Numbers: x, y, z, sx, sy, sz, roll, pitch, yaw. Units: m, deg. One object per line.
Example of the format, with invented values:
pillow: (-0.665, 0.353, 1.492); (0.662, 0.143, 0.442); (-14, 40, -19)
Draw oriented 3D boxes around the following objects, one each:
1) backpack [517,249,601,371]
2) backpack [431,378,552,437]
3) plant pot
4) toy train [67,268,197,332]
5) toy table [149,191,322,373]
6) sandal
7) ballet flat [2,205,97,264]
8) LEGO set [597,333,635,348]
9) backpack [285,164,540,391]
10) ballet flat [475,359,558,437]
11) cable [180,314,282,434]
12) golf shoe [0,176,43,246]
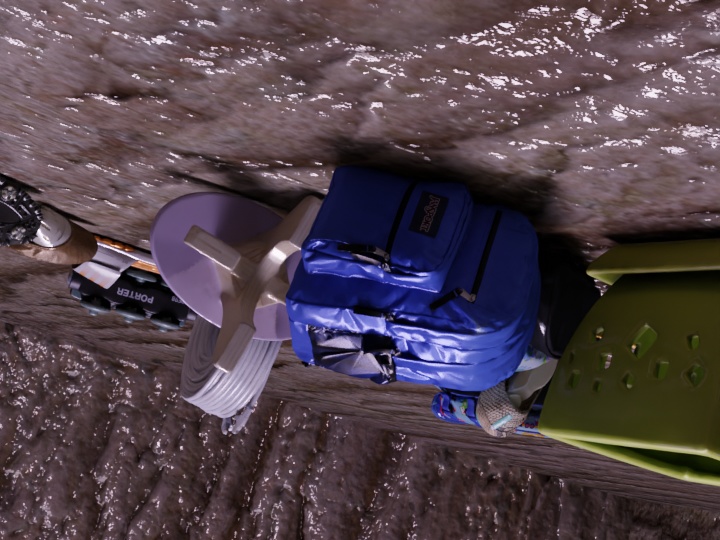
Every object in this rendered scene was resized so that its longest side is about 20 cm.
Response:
backpack: (0.110, 0.035, 1.235); (0.199, 0.154, 0.163); (20, 178, 25)
backpack: (0.161, 0.124, 1.558); (0.182, 0.135, 0.200); (11, 176, -31)
plant pot: (0.296, 0.080, 1.073); (0.198, 0.182, 0.200); (20, 167, -32)
toy train: (-0.337, 0.033, 1.888); (0.199, 0.086, 0.114); (15, -179, -17)
toy table: (-0.104, 0.005, 1.242); (0.199, 0.185, 0.117); (20, -179, -22)
sandal: (-0.325, -0.002, 1.732); (0.206, 0.060, 0.079); (17, 168, -15)
ballet flat: (-0.424, -0.062, 1.586); (0.199, 0.068, 0.072); (19, 149, -8)
LEGO set: (0.302, 0.093, 1.294); (0.153, 0.116, 0.200); (17, 168, -18)
backpack: (0.051, 0.009, 1.071); (0.199, 0.163, 0.168); (13, 149, 12)
ballet flat: (0.181, 0.088, 1.313); (0.068, 0.200, 0.075); (42, 138, -11)
cable: (-0.161, 0.085, 1.612); (0.069, 0.201, 0.200); (23, -167, -24)
golf shoe: (-0.465, -0.092, 1.476); (0.199, 0.077, 0.088); (23, -174, -30)
